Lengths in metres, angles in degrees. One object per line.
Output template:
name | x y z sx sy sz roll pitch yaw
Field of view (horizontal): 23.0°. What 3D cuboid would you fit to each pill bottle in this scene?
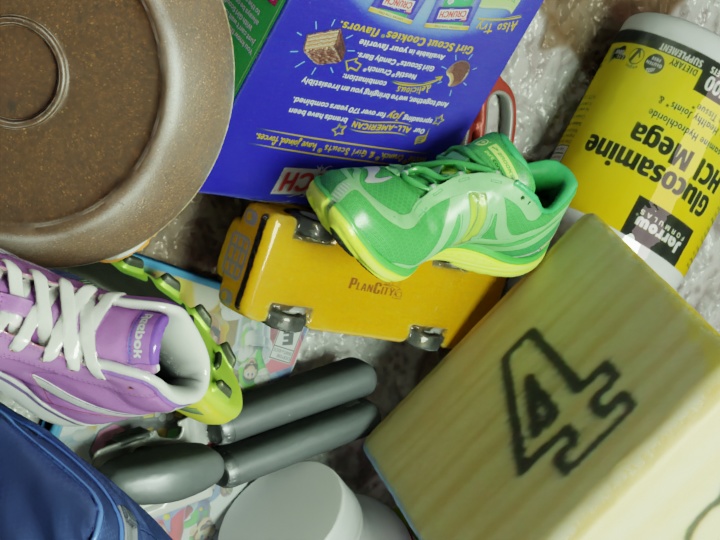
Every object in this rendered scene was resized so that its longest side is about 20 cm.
pill bottle | -0.002 0.211 1.089 0.112 0.112 0.200 -46 127 -15
pill bottle | 0.176 -0.054 1.133 0.112 0.112 0.200 31 86 -38

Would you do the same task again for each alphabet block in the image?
alphabet block | 0.154 0.124 1.022 0.200 0.196 0.195 -45 125 5

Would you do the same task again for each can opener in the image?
can opener | -0.067 0.103 1.020 0.200 0.066 0.053 -19 114 -36

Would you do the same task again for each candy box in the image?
candy box | -0.002 -0.132 0.955 0.169 0.077 0.200 5 125 -41

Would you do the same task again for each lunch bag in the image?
lunch bag | -0.194 0.138 0.881 0.136 0.200 0.132 -52 145 -14

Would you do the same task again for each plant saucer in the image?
plant saucer | -0.160 -0.096 0.843 0.200 0.034 0.201 2 103 9

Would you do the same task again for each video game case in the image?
video game case | -0.120 0.099 1.029 0.143 0.018 0.200 20 93 -39

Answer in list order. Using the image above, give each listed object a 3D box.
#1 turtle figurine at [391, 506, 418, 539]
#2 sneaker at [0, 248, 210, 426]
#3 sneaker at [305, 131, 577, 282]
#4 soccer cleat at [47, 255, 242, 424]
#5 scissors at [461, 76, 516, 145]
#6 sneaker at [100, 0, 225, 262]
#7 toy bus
turtle figurine | 0.094 0.171 1.178 0.161 0.064 0.200 20 93 -39
sneaker | -0.151 0.017 0.821 0.200 0.114 0.073 28 65 -46
sneaker | 0.046 -0.043 0.968 0.200 0.074 0.084 -2 135 -51
soccer cleat | -0.150 0.029 0.951 0.084 0.065 0.200 -42 120 19
scissors | 0.076 -0.149 1.096 0.073 0.014 0.200 1 103 -34
sneaker | -0.129 -0.105 0.890 0.092 0.076 0.200 10 96 -26
toy bus | 0.000 0.000 1.037 0.200 0.078 0.065 10 104 -41
